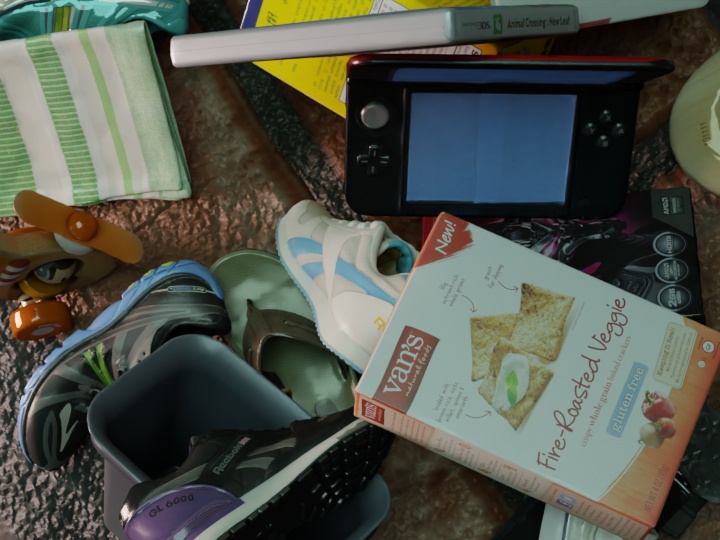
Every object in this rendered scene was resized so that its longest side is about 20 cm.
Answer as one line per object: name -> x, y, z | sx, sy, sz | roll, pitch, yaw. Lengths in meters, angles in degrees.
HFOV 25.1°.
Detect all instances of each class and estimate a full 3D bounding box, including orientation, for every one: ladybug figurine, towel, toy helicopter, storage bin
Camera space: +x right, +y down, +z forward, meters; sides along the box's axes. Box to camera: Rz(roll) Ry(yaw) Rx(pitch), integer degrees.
ladybug figurine -> 0.318, -0.107, 1.141 | 0.199, 0.072, 0.137 | -12, 74, 10
towel -> -0.240, -0.109, 1.238 | 0.199, 0.153, 0.023 | -6, 34, 12
toy helicopter -> -0.250, -0.014, 1.177 | 0.132, 0.200, 0.079 | -23, 72, 24
storage bin -> -0.089, 0.162, 1.132 | 0.200, 0.135, 0.145 | 38, 51, 17

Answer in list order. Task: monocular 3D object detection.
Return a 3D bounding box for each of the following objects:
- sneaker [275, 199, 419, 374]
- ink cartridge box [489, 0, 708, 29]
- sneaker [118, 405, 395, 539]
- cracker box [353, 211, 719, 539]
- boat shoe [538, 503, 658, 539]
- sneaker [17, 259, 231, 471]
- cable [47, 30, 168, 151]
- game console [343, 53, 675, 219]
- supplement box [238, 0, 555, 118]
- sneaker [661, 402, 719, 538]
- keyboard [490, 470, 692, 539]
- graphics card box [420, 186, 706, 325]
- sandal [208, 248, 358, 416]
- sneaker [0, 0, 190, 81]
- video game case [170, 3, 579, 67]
sneaker -> 0.000, 0.000, 1.147 | 0.081, 0.076, 0.200 | -47, 34, 10
ink cartridge box -> 0.156, -0.250, 1.143 | 0.146, 0.083, 0.200 | -10, 32, 7
sneaker -> -0.064, 0.122, 1.036 | 0.200, 0.076, 0.087 | -30, 56, -34
cracker box -> 0.111, 0.066, 1.010 | 0.199, 0.058, 0.134 | 23, 70, 8
boat shoe -> 0.158, 0.177, 1.055 | 0.069, 0.071, 0.201 | 8, 89, 23
sneaker -> -0.176, 0.079, 1.194 | 0.200, 0.071, 0.083 | -43, 63, 9
cable -> -0.251, -0.185, 1.296 | 0.163, 0.051, 0.200 | 36, 88, 16
game console -> 0.089, -0.085, 1.052 | 0.199, 0.173, 0.119 | 1, 33, -1
supplement box -> 0.026, -0.172, 1.182 | 0.200, 0.109, 0.109 | 33, 122, 17
sneaker -> 0.202, 0.106, 1.123 | 0.200, 0.060, 0.104 | 41, 93, 11
keyboard -> 0.152, 0.210, 1.103 | 0.127, 0.021, 0.200 | 45, 107, 13
graphics card box -> 0.139, 0.009, 1.140 | 0.199, 0.051, 0.126 | -4, 47, 11
sandal -> -0.046, 0.065, 1.188 | 0.080, 0.057, 0.201 | -34, 72, 3
sneaker -> -0.224, -0.181, 1.232 | 0.199, 0.077, 0.080 | -20, 82, 9
video game case -> 0.012, -0.149, 1.020 | 0.199, 0.182, 0.022 | 0, 99, 31
